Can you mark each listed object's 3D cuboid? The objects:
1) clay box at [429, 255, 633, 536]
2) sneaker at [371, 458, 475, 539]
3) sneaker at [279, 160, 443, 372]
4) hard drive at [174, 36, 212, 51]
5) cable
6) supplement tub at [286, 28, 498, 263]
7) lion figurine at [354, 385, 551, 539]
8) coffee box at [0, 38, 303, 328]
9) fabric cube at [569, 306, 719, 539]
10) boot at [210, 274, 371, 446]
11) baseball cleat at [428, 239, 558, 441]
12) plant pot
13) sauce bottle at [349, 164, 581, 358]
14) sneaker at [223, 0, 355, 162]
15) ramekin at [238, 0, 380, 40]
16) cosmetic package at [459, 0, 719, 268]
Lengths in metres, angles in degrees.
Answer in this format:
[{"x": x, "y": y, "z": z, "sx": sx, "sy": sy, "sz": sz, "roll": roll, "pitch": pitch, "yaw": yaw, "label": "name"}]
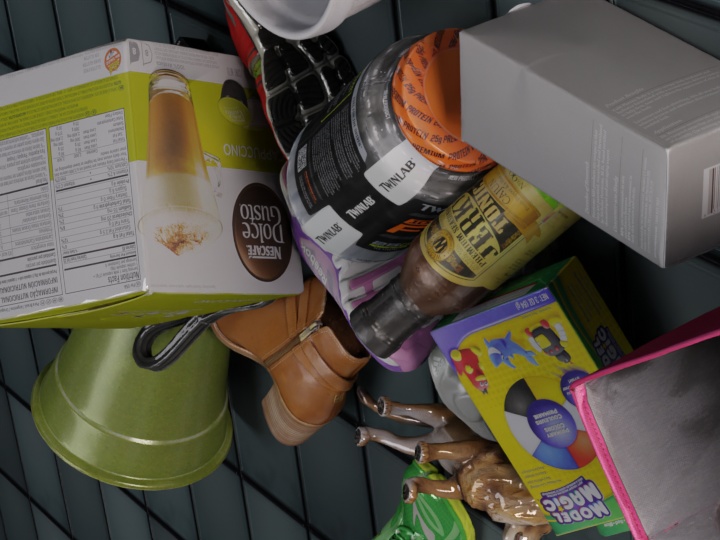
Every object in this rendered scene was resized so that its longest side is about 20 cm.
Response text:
[{"x": 0.146, "y": 0.099, "z": 1.406, "sx": 0.114, "sy": 0.048, "sz": 0.201, "roll": -23, "pitch": 103, "yaw": 44, "label": "clay box"}, {"x": 0.042, "y": 0.239, "z": 1.728, "sx": 0.074, "sy": 0.083, "sz": 0.201, "roll": 47, "pitch": 145, "yaw": 35, "label": "sneaker"}, {"x": 0.000, "y": 0.000, "z": 1.647, "sx": 0.201, "sy": 0.080, "sz": 0.089, "roll": 60, "pitch": 159, "yaw": 25, "label": "sneaker"}, {"x": -0.164, "y": -0.084, "z": 1.817, "sx": 0.200, "sy": 0.038, "sz": 0.140, "roll": -52, "pitch": 60, "yaw": 25, "label": "hard drive"}, {"x": -0.117, "y": 0.028, "z": 1.787, "sx": 0.200, "sy": 0.050, "sz": 0.097, "roll": -52, "pitch": 53, "yaw": 25, "label": "cable"}, {"x": 0.034, "y": -0.088, "z": 1.463, "sx": 0.123, "sy": 0.122, "sz": 0.200, "roll": 64, "pitch": 153, "yaw": 6, "label": "supplement tub"}, {"x": 0.078, "y": 0.139, "z": 1.597, "sx": 0.200, "sy": 0.121, "sz": 0.073, "roll": -126, "pitch": 44, "yaw": -57, "label": "lion figurine"}, {"x": -0.188, "y": -0.061, "z": 1.684, "sx": 0.199, "sy": 0.199, "sz": 0.200, "roll": -11, "pitch": 83, "yaw": 35, "label": "coffee box"}, {"x": 0.269, "y": 0.097, "z": 1.096, "sx": 0.196, "sy": 0.198, "sz": 0.202, "roll": -28, "pitch": 85, "yaw": 62, "label": "fabric cube"}, {"x": -0.058, "y": 0.034, "z": 1.788, "sx": 0.201, "sy": 0.073, "sz": 0.155, "roll": 61, "pitch": 144, "yaw": 19, "label": "boot"}, {"x": 0.094, "y": 0.046, "z": 1.483, "sx": 0.105, "sy": 0.070, "sz": 0.202, "roll": 9, "pitch": 122, "yaw": 24, "label": "baseball cleat"}, {"x": -0.195, "y": 0.069, "z": 1.946, "sx": 0.200, "sy": 0.199, "sz": 0.191, "roll": 48, "pitch": 135, "yaw": 32, "label": "plant pot"}, {"x": 0.077, "y": -0.016, "z": 1.383, "sx": 0.200, "sy": 0.065, "sz": 0.065, "roll": -42, "pitch": 67, "yaw": 17, "label": "sauce bottle"}, {"x": -0.058, "y": -0.164, "z": 1.644, "sx": 0.085, "sy": 0.076, "sz": 0.202, "roll": 134, "pitch": 118, "yaw": -72, "label": "sneaker"}, {"x": -0.029, "y": -0.273, "z": 1.458, "sx": 0.200, "sy": 0.104, "sz": 0.202, "roll": 41, "pitch": 143, "yaw": 41, "label": "ramekin"}, {"x": 0.157, "y": -0.091, "z": 1.259, "sx": 0.200, "sy": 0.106, "sz": 0.091, "roll": 36, "pitch": 139, "yaw": 48, "label": "cosmetic package"}]
